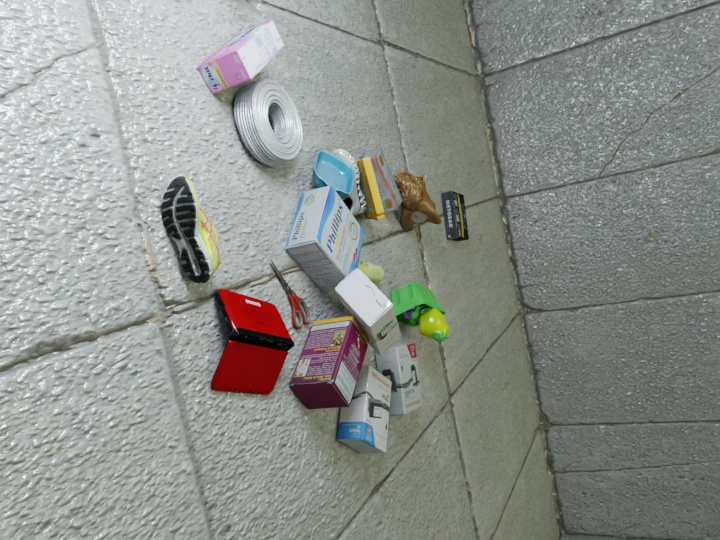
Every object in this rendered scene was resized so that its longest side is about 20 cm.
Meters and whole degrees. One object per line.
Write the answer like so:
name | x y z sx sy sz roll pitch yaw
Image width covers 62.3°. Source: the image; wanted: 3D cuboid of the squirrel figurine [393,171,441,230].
squirrel figurine | 0.194 -0.275 2.108 0.201 0.139 0.190 52 33 -46

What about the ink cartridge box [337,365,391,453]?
ink cartridge box | 0.014 0.379 1.626 0.145 0.083 0.204 44 45 -49

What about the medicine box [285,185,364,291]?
medicine box | -0.087 -0.080 1.552 0.201 0.101 0.185 52 39 -44

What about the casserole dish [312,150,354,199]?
casserole dish | -0.077 -0.257 1.617 0.120 0.039 0.202 30 31 -16

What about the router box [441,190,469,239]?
router box | 0.413 -0.234 2.587 0.156 0.051 0.205 2 80 -61

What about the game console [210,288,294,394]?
game console | -0.246 0.155 1.273 0.199 0.118 0.174 25 29 -58

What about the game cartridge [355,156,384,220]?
game cartridge | 0.021 -0.239 1.758 0.200 0.032 0.180 -143 -143 -80

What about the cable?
cable | -0.217 -0.352 1.422 0.199 0.068 0.205 -33 111 -60

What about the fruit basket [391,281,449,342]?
fruit basket | 0.205 0.157 1.971 0.216 0.153 0.219 47 29 -37

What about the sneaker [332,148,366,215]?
sneaker | -0.042 -0.251 1.727 0.081 0.074 0.204 -38 115 -49

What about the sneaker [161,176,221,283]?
sneaker | -0.321 -0.083 1.157 0.090 0.076 0.205 -45 127 -66

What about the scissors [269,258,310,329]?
scissors | -0.171 0.050 1.454 0.073 0.014 0.204 -45 121 -54

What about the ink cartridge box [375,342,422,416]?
ink cartridge box | 0.120 0.335 1.838 0.144 0.082 0.205 2 80 -62

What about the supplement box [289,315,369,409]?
supplement box | -0.072 0.225 1.462 0.104 0.128 0.202 58 36 -35

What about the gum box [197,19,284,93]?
gum box | -0.260 -0.482 1.331 0.067 0.111 0.202 62 34 -31

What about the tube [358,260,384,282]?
tube | 0.000 0.000 1.753 0.058 0.052 0.198 48 18 31

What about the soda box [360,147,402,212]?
soda box | 0.068 -0.291 1.939 0.202 0.067 0.064 64 32 -30

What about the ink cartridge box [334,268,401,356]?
ink cartridge box | 0.022 0.110 1.533 0.084 0.145 0.201 -39 151 -12
